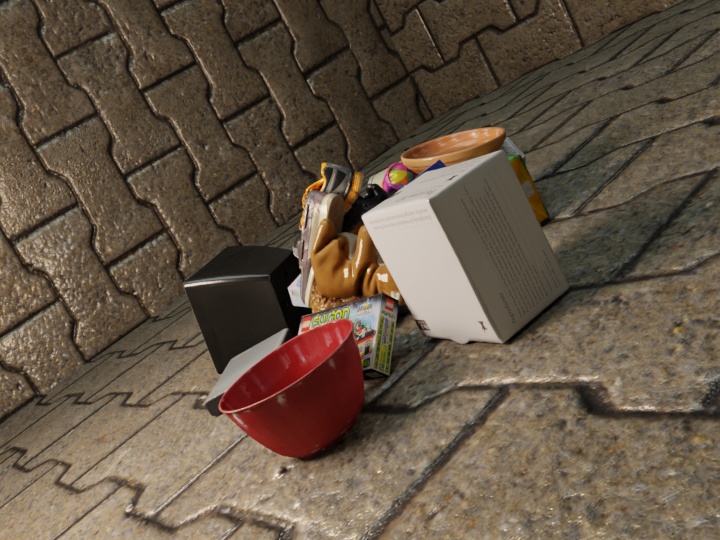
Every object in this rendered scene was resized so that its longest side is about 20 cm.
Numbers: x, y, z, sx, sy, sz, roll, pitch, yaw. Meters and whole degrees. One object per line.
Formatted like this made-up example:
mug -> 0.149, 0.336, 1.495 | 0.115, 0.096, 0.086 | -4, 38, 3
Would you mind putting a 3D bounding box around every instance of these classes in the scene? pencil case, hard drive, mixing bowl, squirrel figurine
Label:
pencil case -> 0.062, -0.113, 1.615 | 0.088, 0.088, 0.202 | -38, -19, -35
hard drive -> -0.196, 0.180, 1.511 | 0.137, 0.033, 0.200 | -30, 11, 11
mixing bowl -> -0.068, 0.161, 1.056 | 0.197, 0.110, 0.200 | -30, 12, 7
squirrel figurine -> 0.014, 0.030, 1.344 | 0.141, 0.184, 0.204 | 15, -82, -62

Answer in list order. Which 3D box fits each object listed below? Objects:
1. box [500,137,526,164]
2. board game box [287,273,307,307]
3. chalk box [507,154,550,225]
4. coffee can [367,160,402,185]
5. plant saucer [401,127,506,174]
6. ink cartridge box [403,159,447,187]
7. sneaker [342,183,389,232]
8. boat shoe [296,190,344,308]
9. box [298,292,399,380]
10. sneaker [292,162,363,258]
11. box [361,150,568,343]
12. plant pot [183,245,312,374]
box -> 0.221, -0.149, 1.588 | 0.197, 0.118, 0.060 | -32, 56, -8
board game box -> 0.000, 0.000, 1.519 | 0.195, 0.044, 0.200 | 5, 36, 31
chalk box -> 0.210, -0.110, 1.442 | 0.123, 0.126, 0.199 | -33, 11, -15
coffee can -> 0.134, -0.195, 1.946 | 0.197, 0.148, 0.146 | -23, 13, 33
plant saucer -> 0.172, -0.216, 1.526 | 0.195, 0.038, 0.201 | -14, 17, 4
ink cartridge box -> 0.083, -0.093, 1.413 | 0.094, 0.044, 0.201 | -38, -13, -34
sneaker -> -0.017, -0.080, 1.494 | 0.200, 0.099, 0.070 | -42, 24, -17
boat shoe -> -0.075, -0.038, 1.406 | 0.064, 0.205, 0.071 | 23, 27, 28
box -> -0.027, 0.107, 1.215 | 0.198, 0.034, 0.113 | -19, 55, 49
sneaker -> -0.071, -0.106, 1.449 | 0.201, 0.076, 0.079 | -54, 18, 29
box -> 0.131, -0.026, 1.090 | 0.129, 0.203, 0.198 | -34, 12, -22
plant pot -> -0.206, 0.063, 1.680 | 0.173, 0.204, 0.200 | -10, 18, 24
